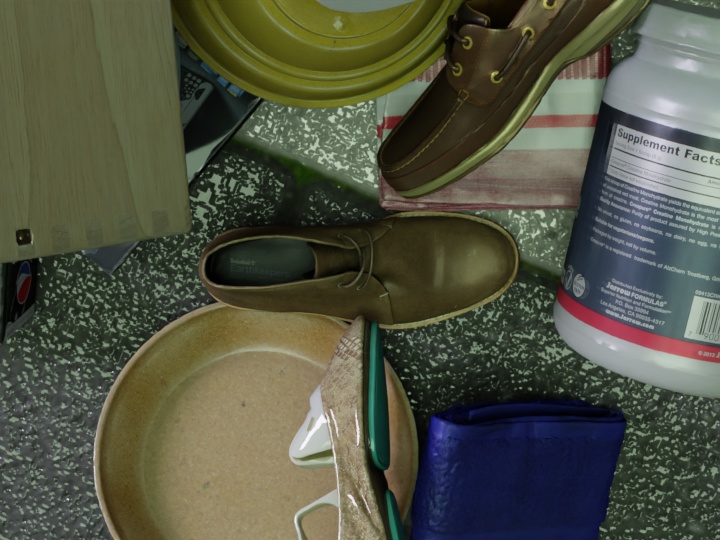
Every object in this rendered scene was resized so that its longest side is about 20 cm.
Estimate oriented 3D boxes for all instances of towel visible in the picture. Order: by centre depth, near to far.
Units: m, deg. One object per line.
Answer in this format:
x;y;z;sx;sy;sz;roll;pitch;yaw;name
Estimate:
0.078;-0.134;0.873;0.143;0.023;0.201;-1;104;6;towel
0.083;0.177;0.912;0.147;0.050;0.201;3;105;-31;towel

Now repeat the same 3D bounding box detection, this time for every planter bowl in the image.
-0.014;-0.179;0.793;0.199;0.083;0.201;-3;109;-10;planter bowl

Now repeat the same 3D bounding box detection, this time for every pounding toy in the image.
-0.188;-0.089;0.762;0.142;0.200;0.185;-10;106;-21;pounding toy

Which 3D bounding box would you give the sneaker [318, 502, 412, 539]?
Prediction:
-0.028;0.207;0.930;0.199;0.081;0.077;-25;120;8;sneaker

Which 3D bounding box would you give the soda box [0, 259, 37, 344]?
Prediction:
-0.310;-0.005;0.921;0.199;0.071;0.064;8;106;4;soda box

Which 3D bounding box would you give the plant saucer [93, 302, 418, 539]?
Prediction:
-0.064;0.117;0.906;0.199;0.035;0.201;1;70;-1;plant saucer

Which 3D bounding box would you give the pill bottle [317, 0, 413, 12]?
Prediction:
-0.011;-0.231;0.686;0.115;0.116;0.201;-24;74;11;pill bottle

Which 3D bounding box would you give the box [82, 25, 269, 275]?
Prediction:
-0.175;-0.122;0.888;0.200;0.050;0.158;42;104;-6;box

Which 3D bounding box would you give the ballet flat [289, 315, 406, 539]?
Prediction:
-0.009;0.124;0.853;0.065;0.071;0.201;-10;67;8;ballet flat

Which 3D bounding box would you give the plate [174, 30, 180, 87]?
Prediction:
-0.206;-0.119;0.853;0.199;0.026;0.201;2;105;6;plate

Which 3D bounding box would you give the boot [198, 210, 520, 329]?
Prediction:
0.000;0.000;0.884;0.199;0.075;0.074;-3;88;0;boot

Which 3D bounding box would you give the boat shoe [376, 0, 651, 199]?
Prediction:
0.075;-0.125;0.815;0.067;0.072;0.200;35;113;-27;boat shoe

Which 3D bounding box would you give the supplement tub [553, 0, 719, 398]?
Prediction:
0.195;-0.042;0.822;0.140;0.140;0.201;12;105;3;supplement tub
